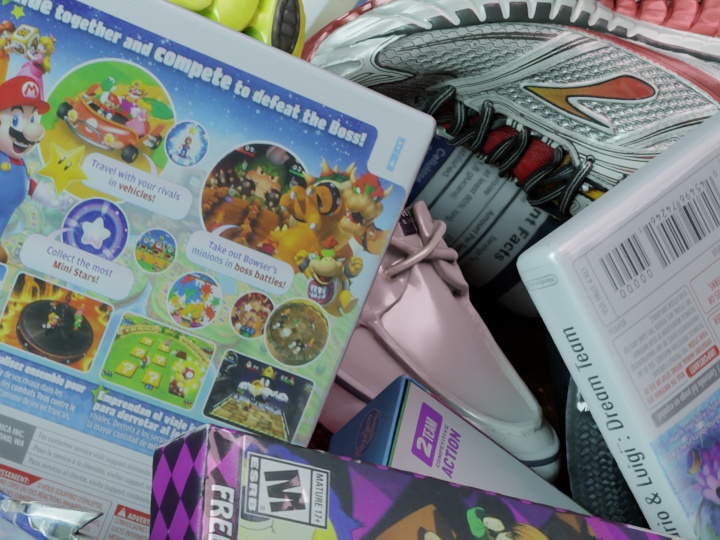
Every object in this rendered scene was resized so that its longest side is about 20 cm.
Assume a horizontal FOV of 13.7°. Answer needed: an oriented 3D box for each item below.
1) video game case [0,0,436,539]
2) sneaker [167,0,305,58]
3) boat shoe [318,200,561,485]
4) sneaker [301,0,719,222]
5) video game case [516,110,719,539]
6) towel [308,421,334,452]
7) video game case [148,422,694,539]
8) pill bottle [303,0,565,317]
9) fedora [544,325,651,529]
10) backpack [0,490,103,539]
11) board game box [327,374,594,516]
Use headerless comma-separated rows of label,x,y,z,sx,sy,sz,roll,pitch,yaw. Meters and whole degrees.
video game case,-0.076,0.025,0.820,0.143,0.200,0.018,22,1,-26
sneaker,-0.100,-0.024,0.858,0.074,0.200,0.084,47,-6,-28
boat shoe,0.000,0.000,1.010,0.072,0.066,0.200,-4,39,-44
sneaker,0.070,-0.056,1.031,0.200,0.078,0.082,3,80,-17
video game case,0.156,0.030,0.973,0.200,0.024,0.182,-35,101,-38
towel,-0.012,0.096,0.946,0.145,0.022,0.200,48,32,18
video game case,0.023,0.156,0.798,0.181,0.036,0.200,16,65,-29
pill bottle,0.055,-0.053,1.127,0.200,0.111,0.111,35,30,-7
fedora,0.126,0.054,1.045,0.200,0.201,0.092,14,-3,-35
backpack,-0.115,0.118,0.691,0.200,0.163,0.154,26,24,5
board game box,0.066,0.143,0.910,0.200,0.040,0.153,37,35,-15
